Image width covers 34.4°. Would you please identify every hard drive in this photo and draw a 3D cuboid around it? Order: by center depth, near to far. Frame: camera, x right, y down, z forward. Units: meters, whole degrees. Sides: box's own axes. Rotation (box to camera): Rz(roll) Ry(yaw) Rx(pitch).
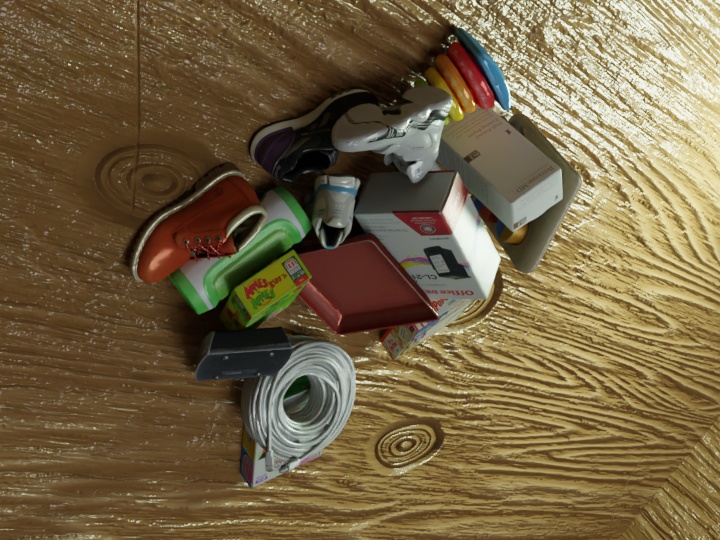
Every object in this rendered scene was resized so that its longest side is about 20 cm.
[{"bbox_3d":[-0.173,0.122,1.690,0.133,0.043,0.200,-3,165,-13],"label":"hard drive"}]

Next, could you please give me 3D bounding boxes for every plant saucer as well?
[{"bbox_3d":[-0.008,0.017,1.729,0.200,0.198,0.037,46,46,-38],"label":"plant saucer"}]

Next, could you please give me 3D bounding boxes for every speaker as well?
[{"bbox_3d":[-0.167,-0.028,1.605,0.199,0.088,0.089,-38,145,-10],"label":"speaker"}]

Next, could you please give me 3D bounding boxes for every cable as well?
[{"bbox_3d":[-0.098,0.204,1.871,0.199,0.069,0.202,-22,114,-31],"label":"cable"}]

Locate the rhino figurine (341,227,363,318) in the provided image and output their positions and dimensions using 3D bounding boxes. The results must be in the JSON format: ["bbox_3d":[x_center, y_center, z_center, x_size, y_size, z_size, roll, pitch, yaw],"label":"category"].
[{"bbox_3d":[0.000,0.000,1.826,0.087,0.060,0.202,-24,136,-33],"label":"rhino figurine"}]

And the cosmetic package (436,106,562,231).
[{"bbox_3d":[0.203,-0.161,1.746,0.101,0.200,0.074,-34,144,-15],"label":"cosmetic package"}]

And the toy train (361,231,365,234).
[{"bbox_3d":[0.060,-0.021,1.816,0.057,0.041,0.200,-60,142,-13],"label":"toy train"}]

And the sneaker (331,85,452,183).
[{"bbox_3d":[0.043,-0.170,1.577,0.199,0.075,0.116,-26,135,-34],"label":"sneaker"}]

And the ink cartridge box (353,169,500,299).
[{"bbox_3d":[0.101,-0.048,1.693,0.201,0.144,0.083,57,44,-42],"label":"ink cartridge box"}]

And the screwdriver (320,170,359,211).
[{"bbox_3d":[-0.034,-0.117,1.661,0.028,0.029,0.200,-51,158,0],"label":"screwdriver"}]

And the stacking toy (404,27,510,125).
[{"bbox_3d":[0.105,-0.242,1.666,0.199,0.110,0.116,-34,130,4],"label":"stacking toy"}]

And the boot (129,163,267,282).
[{"bbox_3d":[-0.213,-0.042,1.527,0.200,0.107,0.075,-42,147,-1],"label":"boot"}]

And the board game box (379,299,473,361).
[{"bbox_3d":[0.121,0.074,1.965,0.151,0.047,0.200,-32,169,-19],"label":"board game box"}]

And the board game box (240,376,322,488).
[{"bbox_3d":[-0.128,0.267,1.983,0.152,0.040,0.202,-21,138,-31],"label":"board game box"}]

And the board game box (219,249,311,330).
[{"bbox_3d":[-0.138,0.038,1.647,0.101,0.048,0.200,-35,177,-17],"label":"board game box"}]

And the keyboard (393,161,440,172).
[{"bbox_3d":[0.104,-0.143,1.830,0.056,0.011,0.200,-44,146,-2],"label":"keyboard"}]

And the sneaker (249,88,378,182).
[{"bbox_3d":[-0.045,-0.173,1.578,0.199,0.088,0.076,-29,142,-22],"label":"sneaker"}]

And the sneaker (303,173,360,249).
[{"bbox_3d":[-0.045,-0.069,1.631,0.074,0.088,0.200,6,167,-3],"label":"sneaker"}]

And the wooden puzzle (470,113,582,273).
[{"bbox_3d":[0.248,-0.125,1.834,0.046,0.201,0.187,7,122,-32],"label":"wooden puzzle"}]
